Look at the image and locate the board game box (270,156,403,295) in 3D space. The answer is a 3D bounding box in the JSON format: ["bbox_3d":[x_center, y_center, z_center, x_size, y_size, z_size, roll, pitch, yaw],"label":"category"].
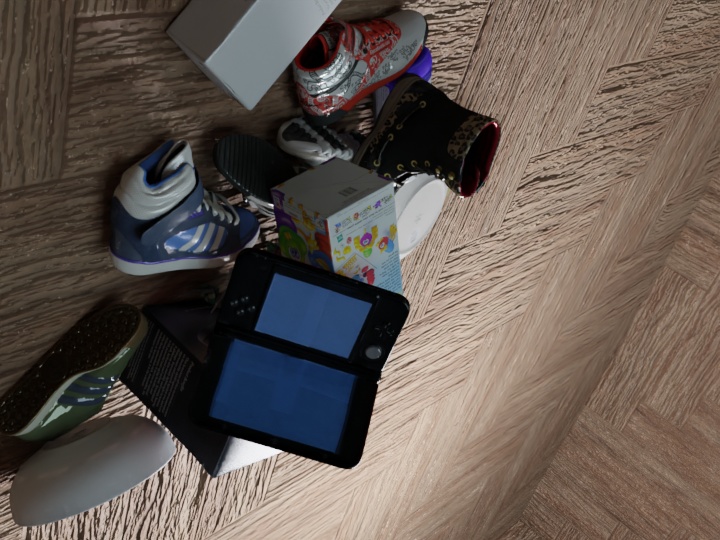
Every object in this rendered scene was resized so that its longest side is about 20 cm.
[{"bbox_3d":[-0.023,-0.013,1.031,0.105,0.103,0.201,-31,131,-32],"label":"board game box"}]

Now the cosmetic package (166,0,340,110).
[{"bbox_3d":[-0.091,-0.274,0.881,0.200,0.074,0.102,-49,152,-2],"label":"cosmetic package"}]

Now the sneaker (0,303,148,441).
[{"bbox_3d":[-0.319,0.124,1.015,0.200,0.067,0.090,-42,152,-7],"label":"sneaker"}]

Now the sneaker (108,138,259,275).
[{"bbox_3d":[-0.180,-0.078,0.965,0.200,0.081,0.147,-16,140,-41],"label":"sneaker"}]

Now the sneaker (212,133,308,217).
[{"bbox_3d":[-0.115,-0.099,1.046,0.200,0.088,0.074,25,64,-48],"label":"sneaker"}]

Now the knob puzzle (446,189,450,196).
[{"bbox_3d":[0.087,-0.135,1.353,0.220,0.030,0.220,-41,153,-26],"label":"knob puzzle"}]

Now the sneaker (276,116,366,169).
[{"bbox_3d":[-0.043,-0.140,1.119,0.081,0.075,0.200,-51,154,19],"label":"sneaker"}]

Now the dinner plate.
[{"bbox_3d":[0.082,-0.086,1.338,0.200,0.024,0.200,-42,153,-27],"label":"dinner plate"}]

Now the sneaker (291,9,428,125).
[{"bbox_3d":[0.002,-0.267,1.034,0.201,0.067,0.108,-42,154,-13],"label":"sneaker"}]

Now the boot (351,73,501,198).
[{"bbox_3d":[0.073,-0.125,1.063,0.073,0.150,0.200,18,101,-52],"label":"boot"}]

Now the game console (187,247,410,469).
[{"bbox_3d":[-0.065,0.096,0.950,0.119,0.199,0.173,-84,-166,-55],"label":"game console"}]

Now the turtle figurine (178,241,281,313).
[{"bbox_3d":[-0.138,0.023,1.097,0.150,0.101,0.200,-23,-160,44],"label":"turtle figurine"}]

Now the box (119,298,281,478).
[{"bbox_3d":[-0.160,0.135,1.123,0.200,0.198,0.124,-9,131,-53],"label":"box"}]

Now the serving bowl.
[{"bbox_3d":[-0.324,0.222,1.040,0.200,0.200,0.066,-26,100,-40],"label":"serving bowl"}]

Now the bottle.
[{"bbox_3d":[0.056,-0.207,1.177,0.084,0.065,0.200,-45,150,-31],"label":"bottle"}]
